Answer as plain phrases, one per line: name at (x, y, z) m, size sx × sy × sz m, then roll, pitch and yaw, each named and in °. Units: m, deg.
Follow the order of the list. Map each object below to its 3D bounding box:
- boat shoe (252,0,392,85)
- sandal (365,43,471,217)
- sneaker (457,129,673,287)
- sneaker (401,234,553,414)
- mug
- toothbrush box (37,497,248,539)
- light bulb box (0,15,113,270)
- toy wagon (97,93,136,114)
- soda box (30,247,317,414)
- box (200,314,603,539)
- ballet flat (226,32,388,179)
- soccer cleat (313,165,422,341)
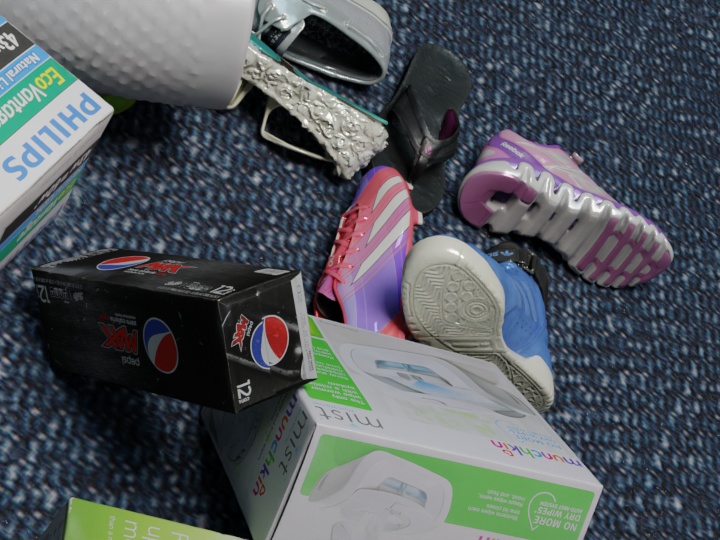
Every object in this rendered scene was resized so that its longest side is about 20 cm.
boat shoe at (-0.059, -0.206, 1.145) m, size 0.200 × 0.070 × 0.072 m, roll 19°, pitch 45°, yaw -26°
sandal at (0.053, -0.126, 1.179) m, size 0.075 × 0.048 × 0.201 m, roll 28°, pitch 48°, yaw -14°
sneaker at (0.176, -0.058, 1.197) m, size 0.199 × 0.081 × 0.089 m, roll 25°, pitch 41°, yaw -15°
sneaker at (0.086, 0.013, 1.046) m, size 0.200 × 0.076 × 0.112 m, roll 49°, pitch 31°, yaw -42°
mug at (-0.175, -0.204, 0.981) m, size 0.174 × 0.148 × 0.200 m, roll 5°, pitch 26°, yaw -17°
toothbrush box at (-0.094, 0.231, 0.810) m, size 0.199 × 0.086 × 0.146 m, roll 20°, pitch 50°, yaw -23°
light bulb box at (-0.295, -0.076, 0.865) m, size 0.200 × 0.125 × 0.198 m, roll 39°, pitch 46°, yaw -3°
toy wagon at (-0.251, -0.178, 1.023) m, size 0.199 × 0.040 × 0.156 m, roll -13°, pitch 67°, yaw -39°
soda box at (-0.116, 0.032, 0.858) m, size 0.063 × 0.199 × 0.071 m, roll -20°, pitch 108°, yaw -39°
box at (0.019, 0.117, 0.905) m, size 0.199 × 0.097 × 0.177 m, roll 16°, pitch 16°, yaw -23°
ballet flat at (-0.070, -0.138, 1.097) m, size 0.199 × 0.072 × 0.072 m, roll 34°, pitch 47°, yaw -8°
soccer cleat at (0.000, 0.000, 1.049) m, size 0.076 × 0.067 × 0.201 m, roll 14°, pitch 55°, yaw -19°
